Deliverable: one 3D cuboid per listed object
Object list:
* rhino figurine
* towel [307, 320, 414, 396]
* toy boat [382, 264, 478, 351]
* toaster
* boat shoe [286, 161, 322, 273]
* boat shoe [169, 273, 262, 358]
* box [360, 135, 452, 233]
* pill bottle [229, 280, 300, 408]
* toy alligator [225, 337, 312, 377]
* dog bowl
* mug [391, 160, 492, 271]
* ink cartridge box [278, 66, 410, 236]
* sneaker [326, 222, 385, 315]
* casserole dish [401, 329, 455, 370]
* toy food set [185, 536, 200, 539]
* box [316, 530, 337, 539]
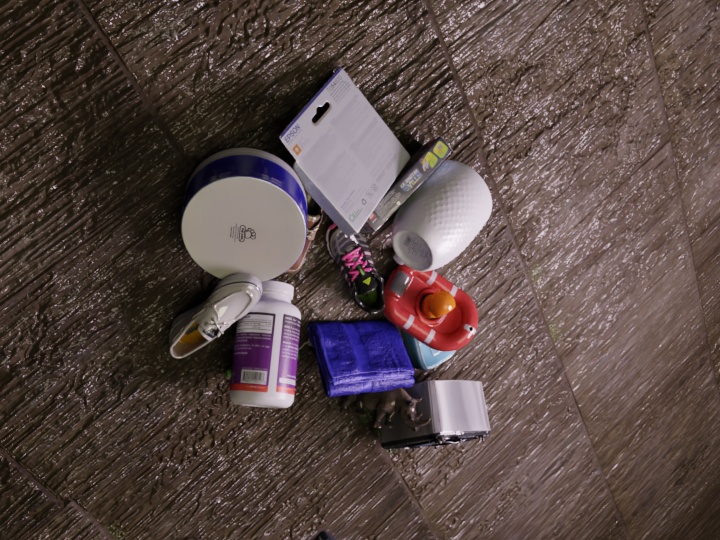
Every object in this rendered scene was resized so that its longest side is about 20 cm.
[{"bbox_3d":[0.050,0.262,1.295,0.059,0.195,0.091,6,96,-56],"label":"rhino figurine"},{"bbox_3d":[0.005,0.158,1.252,0.195,0.151,0.050,1,145,-32],"label":"towel"},{"bbox_3d":[0.143,0.069,1.268,0.197,0.130,0.133,33,77,-11],"label":"toy boat"},{"bbox_3d":[0.155,0.300,1.357,0.177,0.198,0.123,7,68,-38],"label":"toaster"},{"bbox_3d":[-0.102,-0.090,1.129,0.074,0.071,0.206,2,107,-31],"label":"boat shoe"},{"bbox_3d":[-0.236,0.080,1.063,0.197,0.071,0.071,-30,126,21],"label":"boat shoe"},{"bbox_3d":[0.071,-0.151,1.186,0.035,0.110,0.200,45,83,-10],"label":"box"},{"bbox_3d":[-0.159,0.126,1.126,0.110,0.111,0.207,14,74,-33],"label":"pill bottle"},{"bbox_3d":[-0.149,0.164,1.212,0.195,0.054,0.061,-17,117,-25],"label":"toy alligator"},{"bbox_3d":[-0.179,-0.081,1.032,0.193,0.080,0.205,-3,130,-4],"label":"dog bowl"},{"bbox_3d":[0.126,-0.078,1.214,0.148,0.200,0.176,44,55,-1],"label":"mug"},{"bbox_3d":[-0.028,-0.197,1.097,0.201,0.040,0.201,49,57,-20],"label":"ink cartridge box"},{"bbox_3d":[0.000,0.000,1.212,0.072,0.088,0.204,-27,121,-8],"label":"sneaker"},{"bbox_3d":[0.149,0.125,1.386,0.119,0.039,0.205,-26,119,-20],"label":"casserole dish"},{"bbox_3d":[-0.337,0.626,1.276,0.200,0.060,0.144,-45,125,-9],"label":"toy food set"},{"bbox_3d":[-0.073,0.708,1.384,0.200,0.196,0.125,-45,123,-7],"label":"box"}]
